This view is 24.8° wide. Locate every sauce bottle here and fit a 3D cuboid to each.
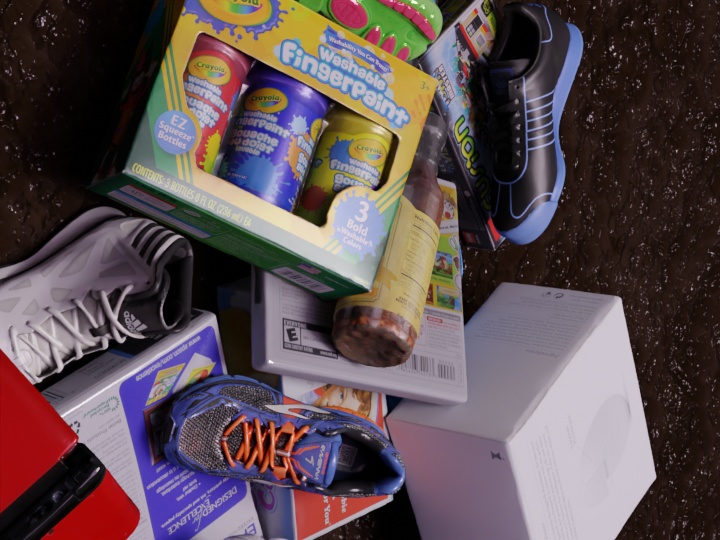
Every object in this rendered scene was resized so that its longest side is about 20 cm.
[{"bbox_3d":[0.027,-0.028,1.209,0.066,0.066,0.201,46,45,-42],"label":"sauce bottle"}]

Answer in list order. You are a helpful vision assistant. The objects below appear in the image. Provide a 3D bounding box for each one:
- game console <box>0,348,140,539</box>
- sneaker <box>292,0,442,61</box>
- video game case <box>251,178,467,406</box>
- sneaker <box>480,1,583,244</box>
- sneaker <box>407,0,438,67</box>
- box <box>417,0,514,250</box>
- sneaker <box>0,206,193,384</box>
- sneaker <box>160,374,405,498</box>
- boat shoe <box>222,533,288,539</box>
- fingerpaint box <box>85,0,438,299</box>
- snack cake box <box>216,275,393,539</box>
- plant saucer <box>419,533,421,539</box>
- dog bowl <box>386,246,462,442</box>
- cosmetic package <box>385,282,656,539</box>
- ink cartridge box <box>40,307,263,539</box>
[{"bbox_3d":[-0.262,0.163,1.028,0.200,0.119,0.173,-42,156,-12],"label":"game console"},{"bbox_3d":[-0.024,-0.222,1.149,0.077,0.084,0.200,-39,129,12],"label":"sneaker"},{"bbox_3d":[0.000,0.000,1.233,0.199,0.023,0.183,14,66,-39],"label":"video game case"},{"bbox_3d":[0.131,-0.126,1.372,0.078,0.070,0.201,19,77,-43],"label":"sneaker"},{"bbox_3d":[0.031,-0.191,1.293,0.082,0.073,0.201,1,97,-48],"label":"sneaker"},{"bbox_3d":[0.100,-0.129,1.409,0.110,0.035,0.201,-48,129,-31],"label":"box"},{"bbox_3d":[-0.187,0.029,1.058,0.201,0.115,0.076,-46,128,-32],"label":"sneaker"},{"bbox_3d":[-0.049,0.122,1.166,0.199,0.078,0.076,9,95,-32],"label":"sneaker"},{"bbox_3d":[-0.067,0.236,1.220,0.069,0.072,0.200,-54,154,-27],"label":"boat shoe"},{"bbox_3d":[-0.063,-0.096,1.128,0.199,0.073,0.168,26,72,-25],"label":"fingerpaint box"},{"bbox_3d":[-0.041,0.098,1.269,0.115,0.067,0.201,-19,110,-46],"label":"snack cake box"},{"bbox_3d":[0.112,0.216,1.481,0.200,0.035,0.201,-10,103,-47],"label":"plant saucer"},{"bbox_3d":[0.031,0.047,1.352,0.111,0.049,0.201,-11,106,-46],"label":"dog bowl"},{"bbox_3d":[0.139,0.151,1.365,0.200,0.122,0.200,-47,132,-42],"label":"cosmetic package"},{"bbox_3d":[-0.165,0.156,1.155,0.198,0.043,0.201,-33,124,-39],"label":"ink cartridge box"}]
